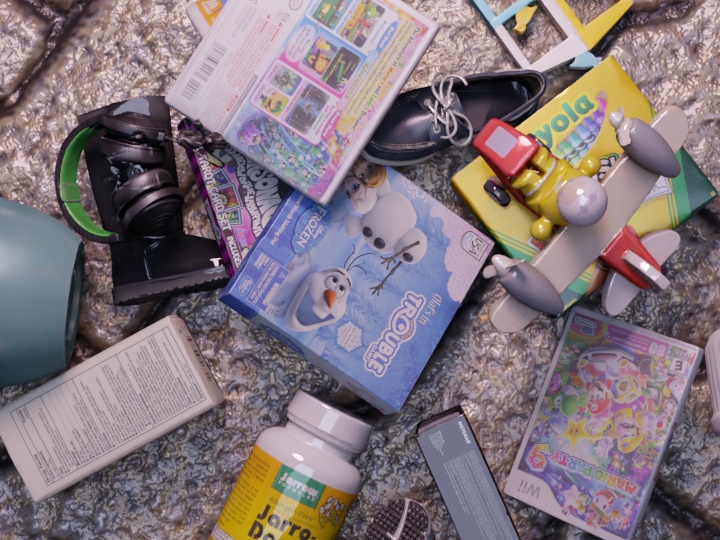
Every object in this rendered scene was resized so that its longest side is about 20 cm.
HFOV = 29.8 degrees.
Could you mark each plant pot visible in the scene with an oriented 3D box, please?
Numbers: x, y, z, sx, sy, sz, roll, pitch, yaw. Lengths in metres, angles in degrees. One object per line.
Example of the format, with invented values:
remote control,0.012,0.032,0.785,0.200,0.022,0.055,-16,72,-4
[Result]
plant pot,-0.352,0.023,1.297,0.160,0.201,0.202,7,88,-6

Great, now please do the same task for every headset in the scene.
headset,-0.214,-0.095,1.276,0.199,0.094,0.124,-14,86,27

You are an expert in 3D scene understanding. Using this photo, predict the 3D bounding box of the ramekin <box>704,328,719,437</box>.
ramekin,0.414,0.084,1.258,0.201,0.202,0.095,-16,76,2

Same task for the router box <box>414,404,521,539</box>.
router box,0.113,0.231,1.279,0.052,0.157,0.201,-24,87,1

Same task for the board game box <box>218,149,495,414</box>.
board game box,0.000,0.000,1.297,0.199,0.043,0.200,35,71,-12

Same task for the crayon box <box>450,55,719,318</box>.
crayon box,0.218,-0.080,1.337,0.200,0.058,0.173,-38,86,1

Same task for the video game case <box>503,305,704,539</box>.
video game case,0.233,0.148,1.309,0.143,0.018,0.201,20,89,38

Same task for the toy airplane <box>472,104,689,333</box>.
toy airplane,0.206,-0.048,1.236,0.198,0.141,0.201,-3,87,4

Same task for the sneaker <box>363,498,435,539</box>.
sneaker,0.008,0.317,1.305,0.074,0.080,0.200,36,80,30

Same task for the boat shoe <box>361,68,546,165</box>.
boat shoe,0.090,-0.153,1.312,0.199,0.062,0.075,-13,81,-21

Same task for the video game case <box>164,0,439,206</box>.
video game case,-0.054,-0.191,1.263,0.182,0.024,0.200,33,89,2

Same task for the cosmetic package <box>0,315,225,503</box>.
cosmetic package,-0.246,0.134,1.334,0.199,0.087,0.104,-27,88,0

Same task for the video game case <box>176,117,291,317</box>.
video game case,-0.064,-0.076,1.331,0.181,0.036,0.201,-17,86,-22

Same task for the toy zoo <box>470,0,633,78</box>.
toy zoo,0.182,-0.285,1.367,0.131,0.020,0.200,-36,87,1

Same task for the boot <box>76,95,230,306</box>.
boot,-0.187,-0.078,1.358,0.164,0.066,0.201,-11,83,0

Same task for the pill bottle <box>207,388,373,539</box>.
pill bottle,-0.067,0.222,1.309,0.112,0.113,0.201,27,88,3

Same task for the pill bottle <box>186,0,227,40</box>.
pill bottle,-0.061,-0.265,1.332,0.200,0.112,0.112,-34,86,1
